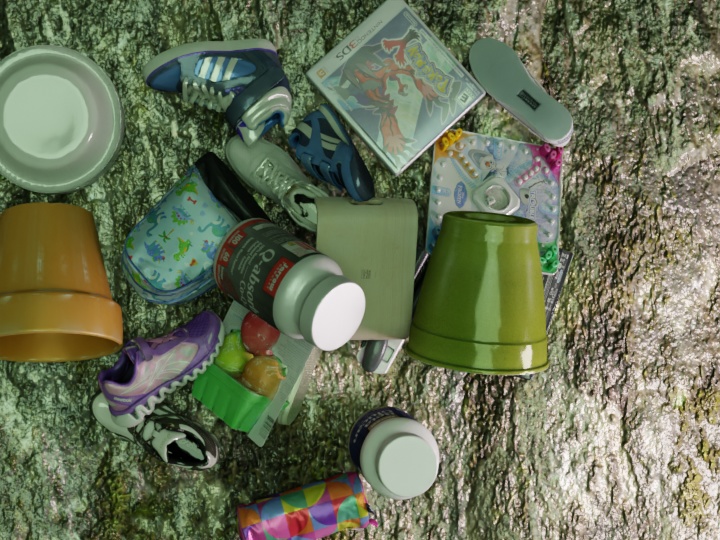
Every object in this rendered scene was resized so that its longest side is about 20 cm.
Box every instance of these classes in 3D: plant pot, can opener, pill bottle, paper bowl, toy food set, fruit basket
[{"bbox_3d":[-0.421,0.014,1.597,0.198,0.200,0.186,-2,75,-8],"label":"plant pot"},{"bbox_3d":[0.061,0.060,1.719,0.053,0.067,0.201,30,87,-8],"label":"can opener"},{"bbox_3d":[0.049,0.255,1.653,0.110,0.200,0.113,0,91,-9],"label":"pill bottle"},{"bbox_3d":[-0.426,-0.207,1.625,0.198,0.104,0.203,0,92,-7],"label":"paper bowl"},{"bbox_3d":[0.000,0.000,1.646,0.142,0.060,0.203,1,99,-14],"label":"toy food set"},{"bbox_3d":[0.166,0.022,1.608,0.198,0.200,0.195,3,99,-8],"label":"plant pot"},{"bbox_3d":[-0.093,0.018,1.552,0.115,0.199,0.117,-25,130,-35],"label":"pill bottle"},{"bbox_3d":[-0.139,0.117,1.646,0.093,0.185,0.201,32,88,-48],"label":"fruit basket"}]

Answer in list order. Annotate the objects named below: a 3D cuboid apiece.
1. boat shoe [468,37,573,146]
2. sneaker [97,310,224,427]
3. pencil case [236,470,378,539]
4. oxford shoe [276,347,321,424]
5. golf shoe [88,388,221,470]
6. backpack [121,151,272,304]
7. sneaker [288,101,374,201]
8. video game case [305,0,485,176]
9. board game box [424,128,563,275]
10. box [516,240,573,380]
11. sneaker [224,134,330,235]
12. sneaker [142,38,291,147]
[{"bbox_3d":[0.232,-0.255,1.741,0.073,0.065,0.201,-38,75,2],"label":"boat shoe"},{"bbox_3d":[-0.275,0.119,1.610,0.200,0.080,0.089,-41,125,-11],"label":"sneaker"},{"bbox_3d":[-0.078,0.352,1.697,0.198,0.088,0.089,-14,93,-6],"label":"pencil case"},{"bbox_3d":[-0.091,0.120,1.700,0.057,0.075,0.202,21,87,18],"label":"oxford shoe"},{"bbox_3d":[-0.286,0.219,1.658,0.198,0.094,0.078,24,89,-7],"label":"golf shoe"},{"bbox_3d":[-0.239,-0.041,1.646,0.199,0.154,0.164,-37,93,10],"label":"backpack"},{"bbox_3d":[-0.040,-0.151,1.657,0.082,0.201,0.074,-30,133,0],"label":"sneaker"},{"bbox_3d":[0.051,-0.270,1.721,0.182,0.023,0.200,-42,88,-5],"label":"video game case"},{"bbox_3d":[0.199,-0.105,1.725,0.197,0.026,0.202,9,70,-8],"label":"board game box"},{"bbox_3d":[0.207,0.042,1.750,0.160,0.049,0.202,19,88,-9],"label":"box"},{"bbox_3d":[-0.105,-0.124,1.668,0.199,0.116,0.074,38,88,-7],"label":"sneaker"},{"bbox_3d":[-0.194,-0.238,1.653,0.198,0.081,0.148,-11,72,-14],"label":"sneaker"}]
